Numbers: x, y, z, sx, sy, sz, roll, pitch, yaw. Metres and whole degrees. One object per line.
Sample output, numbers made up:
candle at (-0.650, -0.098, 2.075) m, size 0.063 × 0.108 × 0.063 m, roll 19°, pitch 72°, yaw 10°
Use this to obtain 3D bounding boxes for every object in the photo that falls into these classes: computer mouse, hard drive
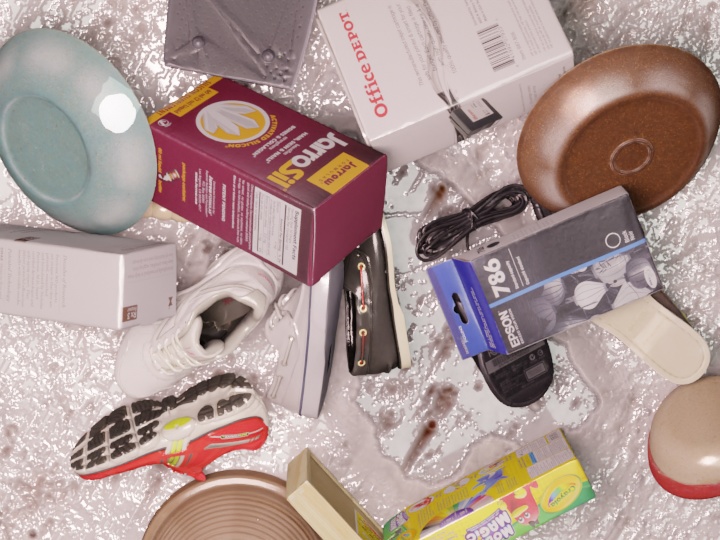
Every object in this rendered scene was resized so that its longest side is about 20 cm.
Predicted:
computer mouse at (0.142, 0.019, 1.620) m, size 0.140 × 0.046 × 0.201 m, roll -32°, pitch 100°, yaw -14°
hard drive at (-0.102, -0.269, 1.553) m, size 0.133 × 0.042 × 0.203 m, roll 10°, pitch 82°, yaw -2°

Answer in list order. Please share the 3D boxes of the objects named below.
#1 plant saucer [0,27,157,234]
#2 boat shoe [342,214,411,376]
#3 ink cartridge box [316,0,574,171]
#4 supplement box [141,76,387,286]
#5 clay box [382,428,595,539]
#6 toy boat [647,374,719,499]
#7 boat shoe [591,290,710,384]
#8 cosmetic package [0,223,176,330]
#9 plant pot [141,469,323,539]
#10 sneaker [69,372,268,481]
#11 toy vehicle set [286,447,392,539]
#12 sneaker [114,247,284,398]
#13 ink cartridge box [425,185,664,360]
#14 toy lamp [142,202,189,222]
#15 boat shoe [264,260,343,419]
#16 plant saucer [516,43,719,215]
plant saucer at (-0.272, -0.116, 1.533) m, size 0.199 × 0.039 × 0.203 m, roll 18°, pitch 126°, yaw 27°
boat shoe at (0.000, 0.000, 1.595) m, size 0.062 × 0.074 × 0.204 m, roll -11°, pitch 102°, yaw -8°
ink cartridge box at (0.078, -0.198, 1.539) m, size 0.198 × 0.084 × 0.146 m, roll -22°, pitch 68°, yaw 2°
supplement box at (-0.087, -0.084, 1.512) m, size 0.199 × 0.110 × 0.086 m, roll 27°, pitch 134°, yaw 25°
clay box at (0.118, 0.225, 1.606) m, size 0.199 × 0.115 × 0.048 m, roll -29°, pitch 98°, yaw 3°
toy boat at (0.371, 0.177, 1.615) m, size 0.197 × 0.131 × 0.132 m, roll -5°, pitch 127°, yaw 0°
boat shoe at (0.248, 0.025, 1.610) m, size 0.200 × 0.060 × 0.072 m, roll 42°, pitch 98°, yaw -5°
cosmetic package at (-0.274, 0.003, 1.541) m, size 0.198 × 0.101 × 0.075 m, roll 5°, pitch 98°, yaw 22°
plant pot at (-0.119, 0.299, 1.623) m, size 0.198 × 0.093 × 0.204 m, roll 0°, pitch 98°, yaw 0°
sneaker at (-0.180, 0.170, 1.617) m, size 0.198 × 0.077 × 0.085 m, roll -17°, pitch 124°, yaw 10°
toy vehicle set at (0.006, 0.261, 1.603) m, size 0.026 × 0.124 × 0.200 m, roll -42°, pitch 96°, yaw 4°
sneaker at (-0.160, 0.059, 1.574) m, size 0.200 × 0.100 × 0.078 m, roll -40°, pitch 107°, yaw 20°
ink cartridge box at (0.168, 0.008, 1.554) m, size 0.198 × 0.039 × 0.100 m, roll -24°, pitch 104°, yaw 5°
toy lamp at (-0.136, -0.051, 1.596) m, size 0.197 × 0.058 × 0.059 m, roll 8°, pitch 97°, yaw 1°
boat shoe at (-0.057, 0.056, 1.570) m, size 0.065 × 0.074 × 0.202 m, roll 13°, pitch 126°, yaw 6°
plant saucer at (0.241, -0.113, 1.547) m, size 0.198 × 0.037 × 0.202 m, roll -10°, pitch 134°, yaw -10°
